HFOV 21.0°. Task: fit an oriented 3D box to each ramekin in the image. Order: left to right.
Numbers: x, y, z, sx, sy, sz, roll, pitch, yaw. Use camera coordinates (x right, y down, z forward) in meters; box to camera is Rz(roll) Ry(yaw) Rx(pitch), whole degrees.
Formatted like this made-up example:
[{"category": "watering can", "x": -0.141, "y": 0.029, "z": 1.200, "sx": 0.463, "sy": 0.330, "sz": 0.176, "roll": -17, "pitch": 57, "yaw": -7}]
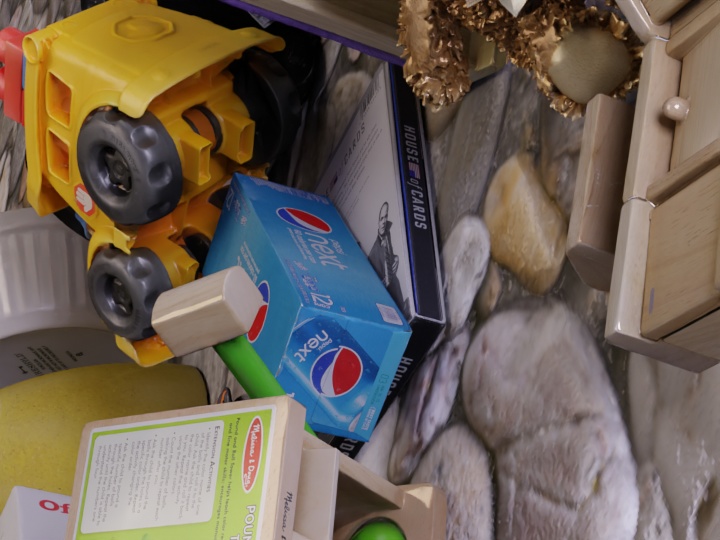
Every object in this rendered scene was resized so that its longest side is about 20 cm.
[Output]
[{"category": "ramekin", "x": -0.250, "y": 0.037, "z": 1.544, "sx": 0.202, "sy": 0.200, "sz": 0.095, "roll": -49, "pitch": 46, "yaw": 52}]

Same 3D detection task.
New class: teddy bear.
[{"category": "teddy bear", "x": 0.070, "y": -0.145, "z": 0.908, "sx": 0.199, "sy": 0.066, "sz": 0.147, "roll": 11, "pitch": 101, "yaw": 44}]

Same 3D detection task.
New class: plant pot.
[{"category": "plant pot", "x": -0.210, "y": 0.152, "z": 1.415, "sx": 0.200, "sy": 0.141, "sz": 0.202, "roll": -165, "pitch": 90, "yaw": -71}]

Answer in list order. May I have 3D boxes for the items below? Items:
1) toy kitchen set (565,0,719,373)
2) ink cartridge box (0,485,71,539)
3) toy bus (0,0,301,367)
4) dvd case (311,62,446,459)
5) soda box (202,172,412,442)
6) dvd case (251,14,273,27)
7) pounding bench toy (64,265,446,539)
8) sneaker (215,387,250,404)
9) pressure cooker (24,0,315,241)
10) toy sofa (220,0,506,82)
[{"category": "toy kitchen set", "x": 0.069, "y": -0.076, "z": 0.741, "sx": 0.163, "sy": 0.179, "sz": 0.202, "roll": 141, "pitch": 144, "yaw": -61}, {"category": "ink cartridge box", "x": -0.156, "y": 0.232, "z": 1.201, "sx": 0.200, "sy": 0.143, "sz": 0.085, "roll": -114, "pitch": 43, "yaw": -60}, {"category": "toy bus", "x": -0.150, "y": -0.070, "z": 1.199, "sx": 0.191, "sy": 0.135, "sz": 0.202, "roll": 27, "pitch": 129, "yaw": 29}, {"category": "dvd case", "x": 0.000, "y": 0.000, "z": 1.115, "sx": 0.201, "sy": 0.025, "sz": 0.151, "roll": -94, "pitch": 26, "yaw": -43}, {"category": "soda box", "x": -0.034, "y": 0.016, "z": 1.067, "sx": 0.200, "sy": 0.064, "sz": 0.068, "roll": -120, "pitch": 48, "yaw": -64}, {"category": "dvd case", "x": 0.001, "y": -0.247, "z": 1.148, "sx": 0.199, "sy": 0.022, "sz": 0.147, "roll": -37, "pitch": 37, "yaw": 16}, {"category": "pounding bench toy", "x": -0.041, "y": 0.117, "z": 0.932, "sx": 0.123, "sy": 0.156, "sz": 0.202, "roll": -11, "pitch": 62, "yaw": 33}, {"category": "sneaker", "x": -0.066, "y": 0.129, "z": 1.128, "sx": 0.200, "sy": 0.077, "sz": 0.113, "roll": -151, "pitch": 76, "yaw": -70}, {"category": "pressure cooker", "x": -0.142, "y": -0.105, "z": 1.354, "sx": 0.177, "sy": 0.177, "sz": 0.201, "roll": -102, "pitch": 33, "yaw": -46}, {"category": "toy sofa", "x": -0.021, "y": -0.159, "z": 1.024, "sx": 0.097, "sy": 0.198, "sz": 0.084, "roll": -19, "pitch": 59, "yaw": 59}]
